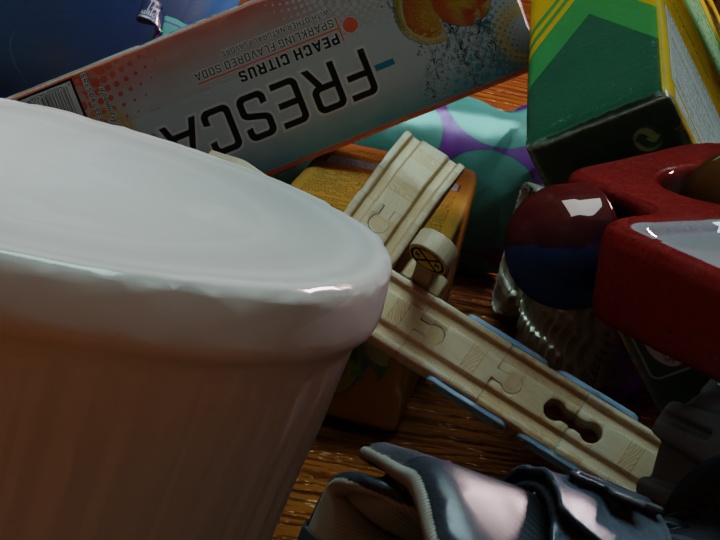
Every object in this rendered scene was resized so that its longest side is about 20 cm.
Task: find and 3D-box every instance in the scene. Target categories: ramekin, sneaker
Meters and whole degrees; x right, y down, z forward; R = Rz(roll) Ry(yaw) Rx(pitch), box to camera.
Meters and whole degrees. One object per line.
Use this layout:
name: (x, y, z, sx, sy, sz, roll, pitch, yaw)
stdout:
ramekin: (-0.100, 0.017, 0.627, 0.202, 0.094, 0.202, 14, 11, -3)
sneaker: (0.053, 0.072, 0.584, 0.146, 0.077, 0.202, 16, 12, -6)
sneaker: (0.113, 0.010, 0.999, 0.099, 0.070, 0.200, 15, 11, -6)

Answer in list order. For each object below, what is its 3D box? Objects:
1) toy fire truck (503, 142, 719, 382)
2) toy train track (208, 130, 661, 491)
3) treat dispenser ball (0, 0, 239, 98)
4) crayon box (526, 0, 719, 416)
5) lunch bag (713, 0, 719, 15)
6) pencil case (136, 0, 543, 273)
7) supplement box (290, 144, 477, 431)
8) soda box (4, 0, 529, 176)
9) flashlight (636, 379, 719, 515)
toy fire truck: (0.132, -0.003, 0.650, 0.168, 0.112, 0.200, -1, 16, -26)
toy train track: (0.031, 0.021, 0.784, 0.200, 0.115, 0.033, 32, -22, 7)
treat dispenser ball: (-0.151, -0.178, 1.271, 0.201, 0.201, 0.201, 13, 11, -3)
crayon box: (0.105, -0.042, 0.875, 0.052, 0.126, 0.200, -21, 24, 16)
lunch bag: (0.187, -0.046, 1.092, 0.170, 0.200, 0.124, 24, 45, 39)
pencil case: (-0.012, -0.057, 1.138, 0.200, 0.085, 0.092, 13, 40, -8)
supplement box: (0.000, 0.000, 0.916, 0.069, 0.067, 0.200, 14, 10, 1)
soda box: (-0.038, -0.069, 0.951, 0.200, 0.064, 0.068, -21, 7, -3)
flashlight: (0.152, 0.088, 0.679, 0.068, 0.068, 0.200, -31, 28, -24)
